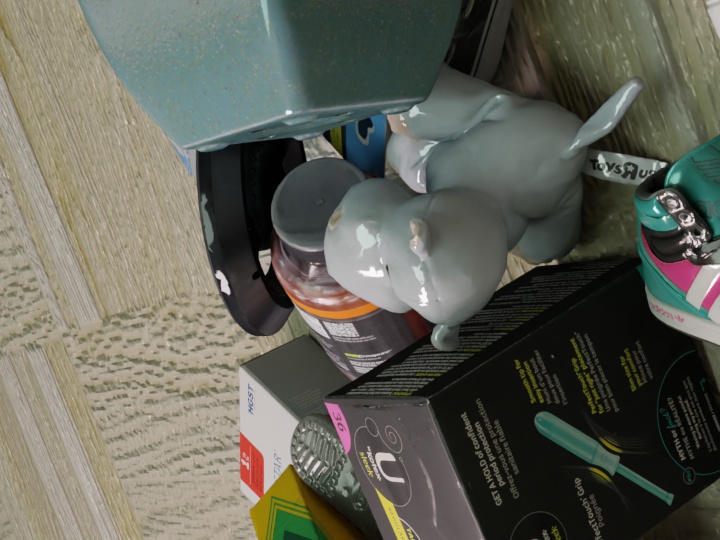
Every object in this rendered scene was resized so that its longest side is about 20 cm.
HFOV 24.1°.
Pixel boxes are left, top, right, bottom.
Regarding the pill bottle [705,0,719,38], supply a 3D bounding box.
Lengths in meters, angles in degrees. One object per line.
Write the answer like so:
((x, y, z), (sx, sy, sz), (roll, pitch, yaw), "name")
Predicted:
((0.174, -0.222, 0.819), (0.112, 0.112, 0.202), (-17, 97, 60), "pill bottle")

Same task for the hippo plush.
((0.070, -0.023, 1.043), (0.198, 0.161, 0.160), (14, 146, 34), "hippo plush")

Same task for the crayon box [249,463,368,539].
((0.021, 0.255, 1.266), (0.199, 0.058, 0.173), (37, -167, -28), "crayon box")

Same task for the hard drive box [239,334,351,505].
((-0.019, 0.179, 1.451), (0.200, 0.076, 0.157), (39, 140, 39), "hard drive box")

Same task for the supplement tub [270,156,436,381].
((0.000, 0.000, 1.191), (0.107, 0.107, 0.200), (46, 172, 30), "supplement tub")

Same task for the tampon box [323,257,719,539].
((0.107, 0.101, 1.060), (0.126, 0.199, 0.151), (-7, 109, 59), "tampon box")

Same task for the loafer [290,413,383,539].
((0.036, 0.173, 1.251), (0.200, 0.069, 0.076), (45, 123, 21), "loafer")

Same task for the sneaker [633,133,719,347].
((0.221, -0.020, 0.924), (0.199, 0.083, 0.122), (18, 135, 54), "sneaker")

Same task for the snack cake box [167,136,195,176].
((-0.140, -0.165, 1.345), (0.116, 0.067, 0.200), (60, 171, 11), "snack cake box")

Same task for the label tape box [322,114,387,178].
((-0.021, -0.171, 1.192), (0.200, 0.066, 0.144), (47, 158, 25), "label tape box")

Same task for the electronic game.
((-0.076, -0.054, 1.206), (0.041, 0.200, 0.202), (-5, 113, 15), "electronic game")

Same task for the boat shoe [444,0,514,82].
((0.059, -0.189, 1.066), (0.072, 0.070, 0.202), (40, 141, 37), "boat shoe")

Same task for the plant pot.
((-0.052, -0.181, 1.003), (0.195, 0.195, 0.203), (-11, 89, 46), "plant pot")
